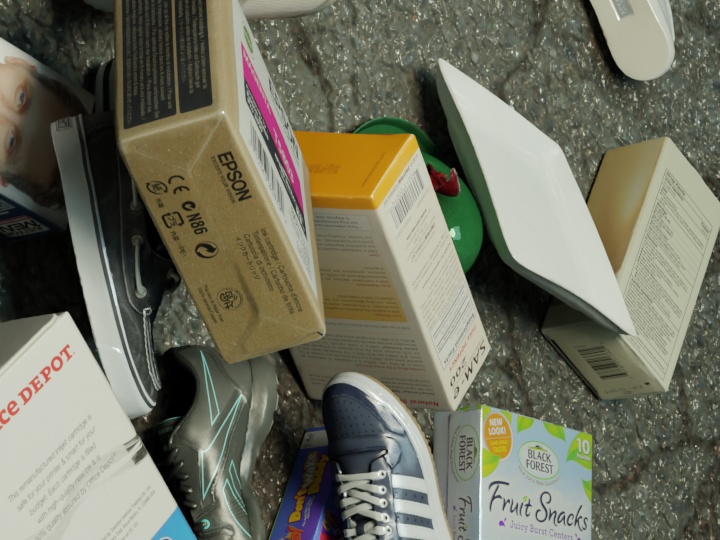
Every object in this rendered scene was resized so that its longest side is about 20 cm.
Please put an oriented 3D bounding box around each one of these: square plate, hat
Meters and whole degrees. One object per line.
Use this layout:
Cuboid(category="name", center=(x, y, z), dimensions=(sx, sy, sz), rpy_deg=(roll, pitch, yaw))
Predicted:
Cuboid(category="square plate", center=(0.133, -0.052, 1.977), dimensions=(0.200, 0.028, 0.199), rpy_deg=(30, 35, -50))
Cuboid(category="hat", center=(0.082, -0.039, 1.858), dimensions=(0.200, 0.175, 0.166), rpy_deg=(-46, 117, -44))

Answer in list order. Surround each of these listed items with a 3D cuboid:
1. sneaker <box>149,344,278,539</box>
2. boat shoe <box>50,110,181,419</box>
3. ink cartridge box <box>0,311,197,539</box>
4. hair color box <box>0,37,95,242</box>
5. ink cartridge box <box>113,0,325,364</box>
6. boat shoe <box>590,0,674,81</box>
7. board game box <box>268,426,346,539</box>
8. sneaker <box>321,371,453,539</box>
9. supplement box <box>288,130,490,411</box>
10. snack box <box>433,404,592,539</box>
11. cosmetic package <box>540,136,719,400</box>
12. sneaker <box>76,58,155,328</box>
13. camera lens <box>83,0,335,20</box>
Cuboid(category="sneaker", center=(-0.109, 0.145, 1.693), dimensions=(0.079, 0.075, 0.201), rpy_deg=(20, 61, -31))
Cuboid(category="boat shoe", center=(-0.143, -0.005, 1.582), dimensions=(0.072, 0.067, 0.202), rpy_deg=(-110, -171, -76))
Cuboid(category="ink cartridge box", center=(-0.203, 0.148, 1.556), dimensions=(0.146, 0.084, 0.201), rpy_deg=(-47, 118, -42))
Cuboid(category="hair color box", center=(-0.262, -0.104, 1.560), dimensions=(0.200, 0.060, 0.101), rpy_deg=(31, 60, -43))
Cuboid(category="ink cartridge box", center=(-0.088, -0.070, 1.572), dimensions=(0.165, 0.075, 0.201), rpy_deg=(-96, 167, -46))
Cuboid(category="boat shoe", center=(0.227, -0.266, 2.168), dimensions=(0.201, 0.072, 0.069), rpy_deg=(63, 21, -10))
Cuboid(category="board game box", center=(0.016, 0.223, 1.830), dimensions=(0.200, 0.045, 0.135), rpy_deg=(45, 51, -35))
Cuboid(category="sneaker", center=(0.005, 0.178, 1.738), dimensions=(0.108, 0.070, 0.201), rpy_deg=(-40, 116, -48))
Cuboid(category="supplement box", center=(0.000, 0.000, 1.762), dimensions=(0.074, 0.125, 0.201), rpy_deg=(-57, 139, -40))
Cuboid(category="snack box", center=(0.114, 0.213, 1.872), dimensions=(0.142, 0.053, 0.202), rpy_deg=(18, 68, -48))
Cuboid(category="cosmetic package", center=(0.232, -0.002, 2.110), dimensions=(0.105, 0.071, 0.201), rpy_deg=(48, 50, -31))
Cuboid(category="sneaker", center=(-0.128, -0.041, 1.696), dimensions=(0.115, 0.075, 0.202), rpy_deg=(19, 67, -49))
Cuboid(category="camera lens", center=(-0.097, -0.250, 1.706), dimensions=(0.199, 0.159, 0.161), rpy_deg=(-11, 90, -50))
